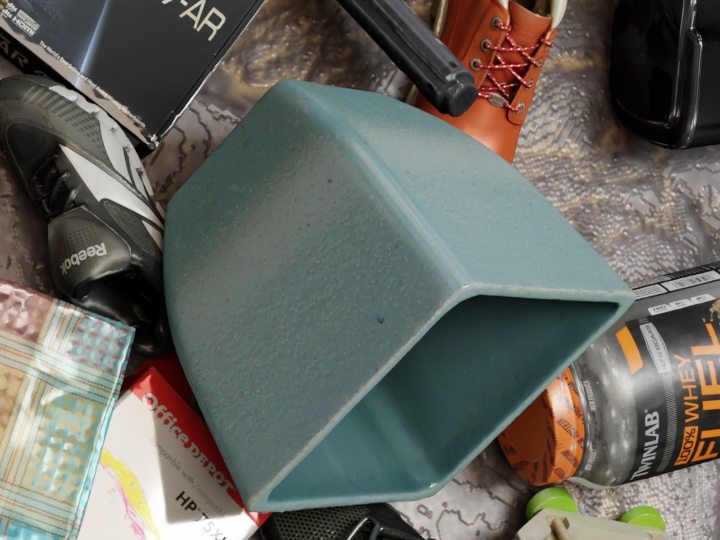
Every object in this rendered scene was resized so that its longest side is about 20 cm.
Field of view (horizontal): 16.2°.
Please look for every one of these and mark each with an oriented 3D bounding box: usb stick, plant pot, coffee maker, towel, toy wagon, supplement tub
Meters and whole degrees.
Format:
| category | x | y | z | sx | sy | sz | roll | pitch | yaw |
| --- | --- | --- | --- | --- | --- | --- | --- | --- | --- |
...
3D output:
| category | x | y | z | sx | sy | sz | roll | pitch | yaw |
| --- | --- | --- | --- | --- | --- | --- | --- | --- | --- |
| usb stick | -0.001 | -0.175 | 1.576 | 0.033 | 0.055 | 0.200 | -41 | 76 | -1 |
| plant pot | 0.000 | 0.000 | 1.484 | 0.195 | 0.196 | 0.200 | 4 | 46 | -55 |
| coffee maker | 0.276 | -0.129 | 1.657 | 0.199 | 0.135 | 0.193 | -6 | 84 | -20 |
| towel | -0.218 | 0.102 | 1.425 | 0.146 | 0.022 | 0.201 | 21 | 73 | -19 |
| toy wagon | 0.188 | 0.206 | 1.572 | 0.199 | 0.155 | 0.040 | 13 | 118 | -26 |
| supplement tub | 0.188 | 0.066 | 1.600 | 0.199 | 0.122 | 0.123 | -14 | 86 | -21 |

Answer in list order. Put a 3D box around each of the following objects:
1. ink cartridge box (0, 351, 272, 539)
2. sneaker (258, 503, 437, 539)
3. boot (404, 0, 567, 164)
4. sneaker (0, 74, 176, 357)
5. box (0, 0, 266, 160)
| category | x | y | z | sx | sy | sz | roll | pitch | yaw |
| --- | --- | --- | --- | --- | --- | --- | --- | --- | --- |
| ink cartridge box | -0.133 | 0.141 | 1.501 | 0.116 | 0.067 | 0.200 | 47 | 69 | -8 |
| sneaker | 0.024 | 0.177 | 1.504 | 0.199 | 0.114 | 0.076 | 36 | 70 | 18 |
| boot | 0.081 | -0.125 | 1.602 | 0.075 | 0.107 | 0.201 | 12 | 80 | -21 |
| sneaker | -0.158 | -0.029 | 1.502 | 0.200 | 0.066 | 0.091 | 52 | 28 | -7 |
| box | -0.164 | -0.191 | 1.554 | 0.200 | 0.044 | 0.161 | 39 | 71 | -10 |
